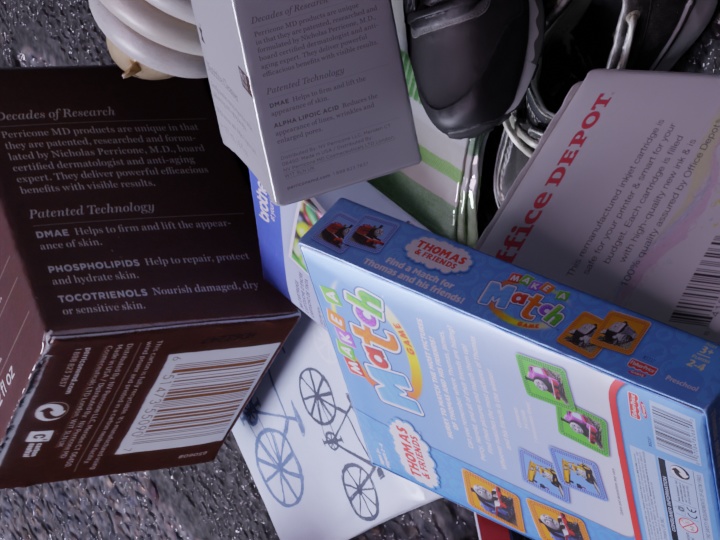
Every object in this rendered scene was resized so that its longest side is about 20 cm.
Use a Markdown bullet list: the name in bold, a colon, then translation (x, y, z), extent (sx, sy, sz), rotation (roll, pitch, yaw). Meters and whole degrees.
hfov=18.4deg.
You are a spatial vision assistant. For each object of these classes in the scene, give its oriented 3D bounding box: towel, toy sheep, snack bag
- **towel**: translation (0.029, -0.124, 1.174), extent (0.152, 0.023, 0.201), rotation (38, 129, 44)
- **toy sheep**: translation (-0.091, -0.185, 1.242), extent (0.138, 0.138, 0.200), rotation (53, 134, 25)
- **snack bag**: translation (-0.029, 0.072, 1.360), extent (0.200, 0.021, 0.189), rotation (-34, 78, 55)

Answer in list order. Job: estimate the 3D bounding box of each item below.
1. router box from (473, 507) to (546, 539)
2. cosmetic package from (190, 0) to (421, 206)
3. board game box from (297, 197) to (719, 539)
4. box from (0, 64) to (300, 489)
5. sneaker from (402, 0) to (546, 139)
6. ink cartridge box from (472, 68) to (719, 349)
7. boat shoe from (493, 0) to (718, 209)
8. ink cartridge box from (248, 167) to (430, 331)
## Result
- **router box**: translation (0.088, 0.158, 1.085), extent (0.180, 0.049, 0.200), rotation (-99, -4, -46)
- **cosmetic package**: translation (-0.039, -0.146, 1.075), extent (0.113, 0.081, 0.200), rotation (-132, 26, -63)
- **board game box**: translation (0.075, 0.061, 0.933), extent (0.200, 0.037, 0.151), rotation (22, 146, 32)
- **box**: translation (-0.164, 0.002, 1.355), extent (0.166, 0.164, 0.200), rotation (-59, 46, 45)
- **sneaker**: translation (0.031, -0.161, 1.048), extent (0.076, 0.087, 0.201), rotation (-17, 64, 39)
- **ink cartridge box**: translation (0.156, -0.004, 0.943), extent (0.200, 0.148, 0.086), rotation (8, 148, 49)
- **boat shoe**: translation (0.099, -0.087, 1.077), extent (0.071, 0.064, 0.200), rotation (54, 142, 24)
- **ink cartridge box**: translation (0.000, 0.000, 1.216), extent (0.200, 0.042, 0.119), rotation (41, 156, 26)
